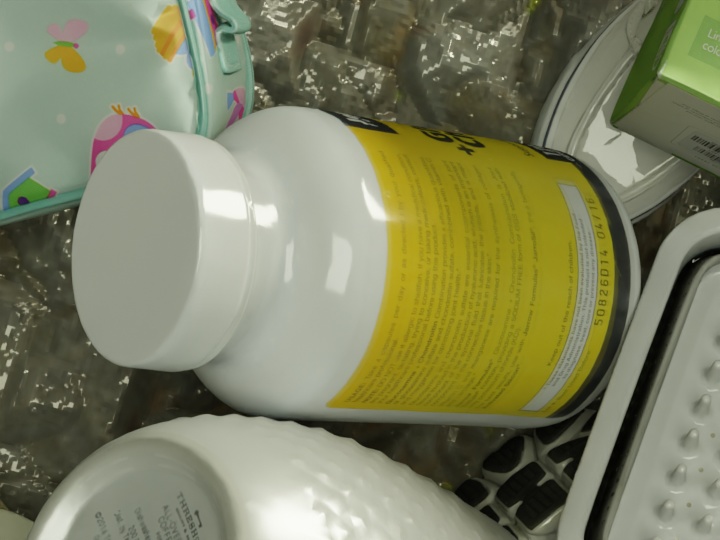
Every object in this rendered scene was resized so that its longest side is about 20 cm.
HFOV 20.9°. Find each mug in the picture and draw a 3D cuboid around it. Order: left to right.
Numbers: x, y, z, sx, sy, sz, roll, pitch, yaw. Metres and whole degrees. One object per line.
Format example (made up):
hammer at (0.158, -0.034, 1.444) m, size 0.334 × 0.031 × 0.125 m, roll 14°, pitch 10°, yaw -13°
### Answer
mug at (-0.026, 0.147, 0.661) m, size 0.147 × 0.175 × 0.201 m, roll -24°, pitch 56°, yaw 21°

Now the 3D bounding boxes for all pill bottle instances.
pill bottle at (0.000, 0.000, 0.717) m, size 0.199 × 0.112 × 0.113 m, roll 6°, pitch 87°, yaw -40°

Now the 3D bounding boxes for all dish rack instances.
dish rack at (0.183, 0.082, 0.721) m, size 0.199 × 0.044 × 0.172 m, roll 21°, pitch 70°, yaw 7°

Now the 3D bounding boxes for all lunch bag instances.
lunch bag at (-0.128, -0.116, 0.751) m, size 0.159 × 0.077 × 0.201 m, roll -14°, pitch 96°, yaw 10°

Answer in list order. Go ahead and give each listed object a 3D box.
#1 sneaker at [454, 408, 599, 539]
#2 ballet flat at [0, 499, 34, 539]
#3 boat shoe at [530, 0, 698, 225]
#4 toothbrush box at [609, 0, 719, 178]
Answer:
sneaker at (0.062, 0.138, 0.790) m, size 0.083 × 0.081 × 0.200 m, roll 40°, pitch 94°, yaw -18°
ballet flat at (-0.109, 0.148, 0.763) m, size 0.200 × 0.069 × 0.070 m, roll 39°, pitch 86°, yaw -3°
boat shoe at (0.146, -0.094, 0.795) m, size 0.200 × 0.066 × 0.072 m, roll -43°, pitch 92°, yaw -4°
toothbrush box at (0.203, -0.119, 0.726) m, size 0.145 × 0.086 × 0.201 m, roll 25°, pitch 82°, yaw -1°
